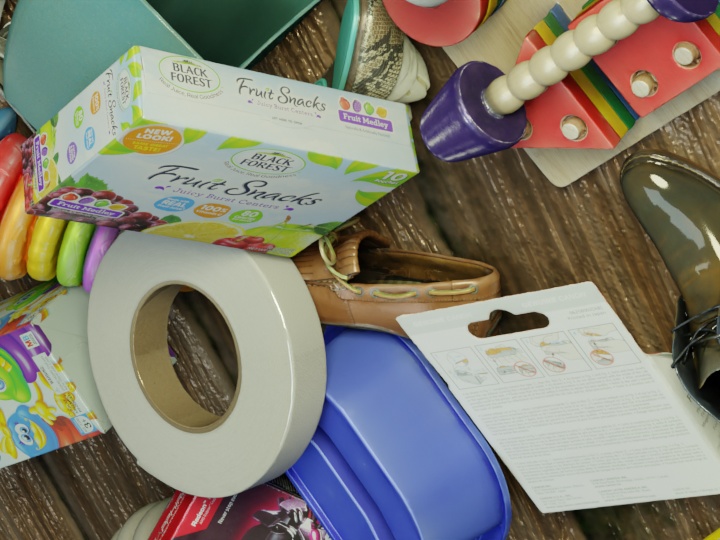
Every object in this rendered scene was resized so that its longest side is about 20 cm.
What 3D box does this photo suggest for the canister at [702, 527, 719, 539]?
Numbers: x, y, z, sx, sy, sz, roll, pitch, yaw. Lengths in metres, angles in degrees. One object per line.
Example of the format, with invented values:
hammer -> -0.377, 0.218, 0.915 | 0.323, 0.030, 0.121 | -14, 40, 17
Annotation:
canister -> 0.300, 0.208, 1.309 | 0.149, 0.087, 0.200 | 42, 136, 1

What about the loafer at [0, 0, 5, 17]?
loafer -> -0.284, -0.203, 1.427 | 0.072, 0.063, 0.200 | 19, 143, -24

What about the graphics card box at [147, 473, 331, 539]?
graphics card box -> -0.054, 0.220, 1.489 | 0.200, 0.051, 0.126 | 27, 101, -17

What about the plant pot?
plant pot -> -0.142, -0.156, 1.307 | 0.141, 0.141, 0.200 | 45, 139, -3

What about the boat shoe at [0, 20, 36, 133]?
boat shoe -> -0.194, -0.093, 1.432 | 0.200, 0.064, 0.071 | 46, 134, -4

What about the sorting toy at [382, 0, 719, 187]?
sorting toy -> 0.115, -0.157, 1.181 | 0.200, 0.070, 0.199 | 50, 134, -8

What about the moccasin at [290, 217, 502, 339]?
moccasin -> -0.001, 0.001, 1.366 | 0.201, 0.074, 0.078 | 16, 124, 24

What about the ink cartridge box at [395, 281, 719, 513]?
ink cartridge box -> 0.143, 0.075, 1.316 | 0.162, 0.057, 0.200 | -12, 123, 39

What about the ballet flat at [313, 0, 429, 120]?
ballet flat -> 0.001, -0.113, 1.289 | 0.075, 0.068, 0.200 | 11, 149, -15

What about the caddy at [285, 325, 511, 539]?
caddy -> 0.024, 0.124, 1.416 | 0.200, 0.105, 0.141 | 55, 148, 6

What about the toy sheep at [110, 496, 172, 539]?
toy sheep -> -0.135, 0.236, 1.582 | 0.138, 0.138, 0.200 | 45, 134, -3

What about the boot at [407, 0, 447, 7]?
boot -> 0.006, -0.228, 1.157 | 0.096, 0.073, 0.200 | -32, 59, 49

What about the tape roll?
tape roll -> -0.110, 0.057, 1.387 | 0.203, 0.037, 0.203 | 10, 106, 38

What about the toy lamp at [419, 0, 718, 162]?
toy lamp -> 0.109, -0.118, 1.125 | 0.058, 0.058, 0.200 | 50, 132, -7

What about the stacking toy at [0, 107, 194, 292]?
stacking toy -> -0.207, -0.026, 1.479 | 0.200, 0.116, 0.110 | 20, 126, 3

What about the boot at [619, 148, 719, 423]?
boot -> 0.219, 0.019, 1.218 | 0.200, 0.097, 0.075 | 47, 134, -4

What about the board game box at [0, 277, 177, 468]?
board game box -> -0.261, 0.080, 1.572 | 0.200, 0.105, 0.103 | -21, 107, 40

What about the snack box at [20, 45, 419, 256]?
snack box -> -0.086, -0.068, 1.226 | 0.142, 0.200, 0.053 | -34, 57, 46
